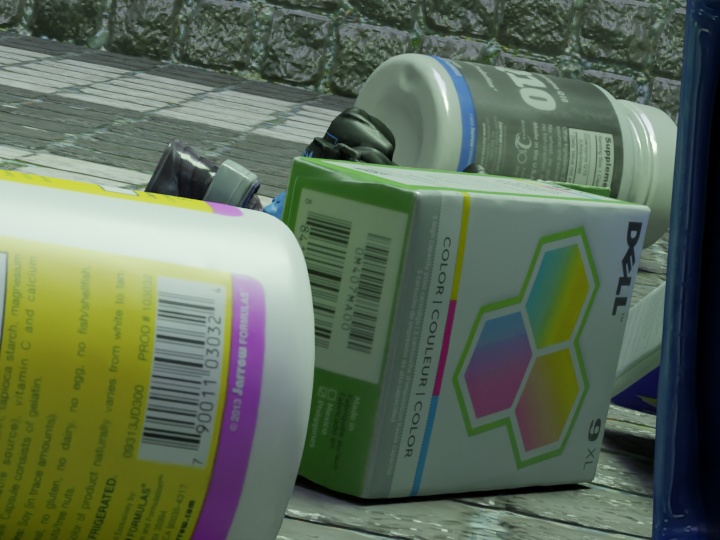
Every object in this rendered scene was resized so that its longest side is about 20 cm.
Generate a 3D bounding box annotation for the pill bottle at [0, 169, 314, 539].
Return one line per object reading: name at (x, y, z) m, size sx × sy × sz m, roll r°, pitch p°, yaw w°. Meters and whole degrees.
pill bottle at (-0.119, 0.022, 0.766) m, size 0.199 × 0.105 × 0.104 m, roll 9°, pitch 7°, yaw -17°

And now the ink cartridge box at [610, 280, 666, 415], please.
ink cartridge box at (0.207, 0.042, 1.129) m, size 0.197 × 0.044 × 0.200 m, roll 14°, pitch -10°, yaw -6°

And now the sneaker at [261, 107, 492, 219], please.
sneaker at (-0.034, -0.016, 1.198) m, size 0.199 × 0.112 × 0.077 m, roll 11°, pitch 7°, yaw 3°

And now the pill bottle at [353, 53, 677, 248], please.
pill bottle at (0.100, -0.069, 1.856) m, size 0.199 × 0.115 × 0.114 m, roll 6°, pitch 8°, yaw -34°

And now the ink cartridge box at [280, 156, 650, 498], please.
ink cartridge box at (0.047, 0.021, 1.050) m, size 0.059 × 0.105 × 0.199 m, roll 16°, pitch 8°, yaw 36°

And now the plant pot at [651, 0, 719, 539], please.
plant pot at (0.185, 0.012, 0.841) m, size 0.179 × 0.201 × 0.200 m, roll 2°, pitch 5°, yaw -2°

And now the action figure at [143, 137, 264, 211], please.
action figure at (0.000, 0.000, 1.335) m, size 0.199 × 0.070 × 0.130 m, roll 16°, pitch 0°, yaw 8°
